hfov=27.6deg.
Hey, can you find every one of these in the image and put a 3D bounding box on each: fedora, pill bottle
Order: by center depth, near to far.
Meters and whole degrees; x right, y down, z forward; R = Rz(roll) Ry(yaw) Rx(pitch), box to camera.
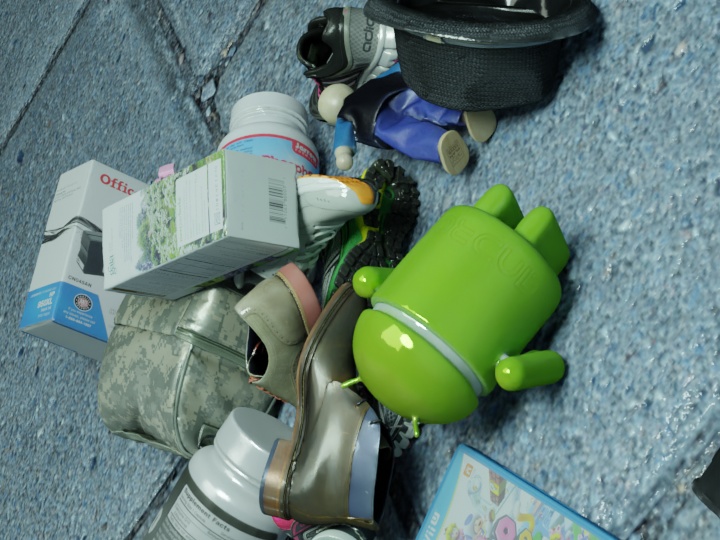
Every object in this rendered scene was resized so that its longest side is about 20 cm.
[{"bbox_3d":[0.101,-0.192,1.255,0.201,0.200,0.092,-132,36,-55],"label":"fedora"},{"bbox_3d":[-0.124,0.231,1.321,0.200,0.114,0.114,-58,33,12],"label":"pill bottle"},{"bbox_3d":[-0.096,-0.078,1.484,0.109,0.108,0.201,-33,45,41],"label":"pill bottle"}]

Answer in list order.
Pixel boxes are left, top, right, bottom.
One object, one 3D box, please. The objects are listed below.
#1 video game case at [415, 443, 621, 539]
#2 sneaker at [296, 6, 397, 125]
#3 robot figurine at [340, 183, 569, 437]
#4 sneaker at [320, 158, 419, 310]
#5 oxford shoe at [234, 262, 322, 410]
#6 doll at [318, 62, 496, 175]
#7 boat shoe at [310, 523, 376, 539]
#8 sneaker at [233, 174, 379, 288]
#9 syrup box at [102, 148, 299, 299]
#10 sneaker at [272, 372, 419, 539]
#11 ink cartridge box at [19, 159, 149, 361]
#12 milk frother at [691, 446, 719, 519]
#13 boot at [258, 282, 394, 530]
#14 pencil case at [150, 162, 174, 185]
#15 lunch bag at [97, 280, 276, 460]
[{"bbox_3d":[0.102,0.227,1.082,0.200,0.018,0.144,26,93,58],"label":"video game case"},{"bbox_3d":[-0.027,-0.208,1.456,0.200,0.087,0.074,138,140,-65],"label":"sneaker"},{"bbox_3d":[0.075,0.032,1.127,0.175,0.116,0.200,31,74,32],"label":"robot figurine"},{"bbox_3d":[0.000,0.000,1.339,0.085,0.078,0.201,-34,35,50],"label":"sneaker"},{"bbox_3d":[-0.065,0.085,1.271,0.075,0.201,0.070,-27,39,-17],"label":"oxford shoe"},{"bbox_3d":[0.026,-0.140,1.350,0.200,0.049,0.137,23,68,47],"label":"doll"},{"bbox_3d":[-0.036,0.287,1.210,0.200,0.075,0.060,-61,-8,25],"label":"boat shoe"},{"bbox_3d":[-0.050,-0.030,1.311,0.200,0.075,0.092,-15,76,52],"label":"sneaker"},{"bbox_3d":[-0.146,-0.037,1.299,0.200,0.081,0.079,-21,67,47],"label":"syrup box"},{"bbox_3d":[-0.005,0.142,1.242,0.081,0.074,0.201,17,84,58],"label":"sneaker"},{"bbox_3d":[-0.290,-0.006,1.687,0.084,0.144,0.201,-16,57,49],"label":"ink cartridge box"},{"bbox_3d":[0.308,0.097,0.781,0.200,0.180,0.189,32,100,14],"label":"milk frother"},{"bbox_3d":[-0.004,0.113,1.180,0.097,0.075,0.201,13,77,21],"label":"boot"},{"bbox_3d":[-0.206,-0.016,1.628,0.087,0.087,0.201,-30,48,43],"label":"pencil case"},{"bbox_3d":[-0.170,0.099,1.446,0.200,0.139,0.168,7,70,56],"label":"lunch bag"}]
